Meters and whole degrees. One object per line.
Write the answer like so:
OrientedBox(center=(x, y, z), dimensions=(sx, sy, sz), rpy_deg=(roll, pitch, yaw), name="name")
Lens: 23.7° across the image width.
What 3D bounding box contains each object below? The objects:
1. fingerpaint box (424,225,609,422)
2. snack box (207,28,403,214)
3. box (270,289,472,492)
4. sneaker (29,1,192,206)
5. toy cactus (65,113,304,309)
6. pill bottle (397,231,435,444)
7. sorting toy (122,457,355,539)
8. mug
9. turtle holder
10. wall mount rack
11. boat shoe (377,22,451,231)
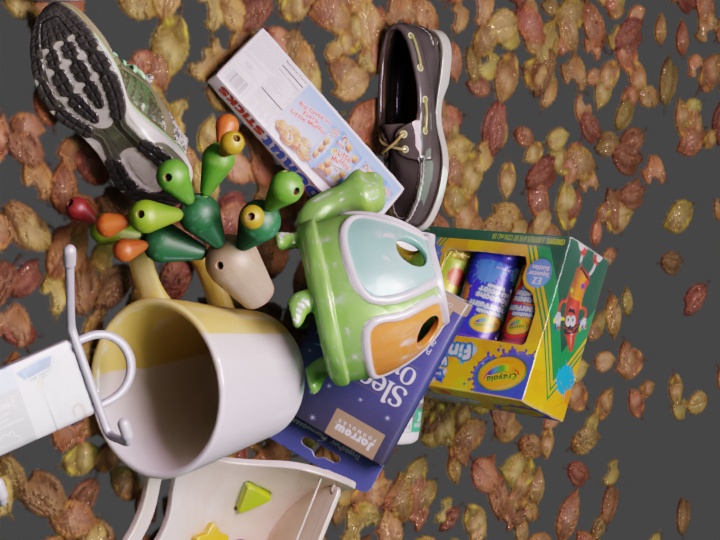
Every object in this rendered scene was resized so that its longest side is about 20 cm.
OrientedBox(center=(0.124, 0.048, 1.685), dimensions=(0.073, 0.200, 0.167), rpy_deg=(29, 75, -43), name="fingerpaint box")
OrientedBox(center=(-0.048, -0.122, 1.561), dimensions=(0.200, 0.024, 0.072), rpy_deg=(48, 58, -13), name="snack box")
OrientedBox(center=(0.002, 0.090, 1.560), dimensions=(0.200, 0.121, 0.032), rpy_deg=(-62, 170, 5), name="box")
OrientedBox(center=(-0.205, -0.147, 1.433), dimensions=(0.200, 0.077, 0.089), rpy_deg=(59, 24, -31), name="sneaker")
OrientedBox(center=(-0.124, -0.037, 1.402), dimensions=(0.102, 0.200, 0.165), rpy_deg=(-91, 156, -45), name="toy cactus")
OrientedBox(center=(0.012, 0.059, 1.632), dimensions=(0.113, 0.113, 0.201), rpy_deg=(7, 90, -46), name="pill bottle")
OrientedBox(center=(-0.129, 0.245, 1.527), dimensions=(0.180, 0.107, 0.200), rpy_deg=(29, 77, -34), name="sorting toy")
OrientedBox(center=(-0.124, 0.077, 1.477), dimensions=(0.153, 0.149, 0.187), rpy_deg=(-4, 104, -54), name="mug")
OrientedBox(center=(0.003, 0.011, 1.491), dimensions=(0.131, 0.186, 0.141), rpy_deg=(-13, 117, 0), name="turtle holder")
OrientedBox(center=(-0.264, 0.080, 1.351), dimensions=(0.200, 0.075, 0.174), rpy_deg=(-24, 105, -27), name="wall mount rack")
OrientedBox(center=(0.044, -0.140, 1.676), dimensions=(0.060, 0.072, 0.202), rpy_deg=(8, 82, -42), name="boat shoe")
